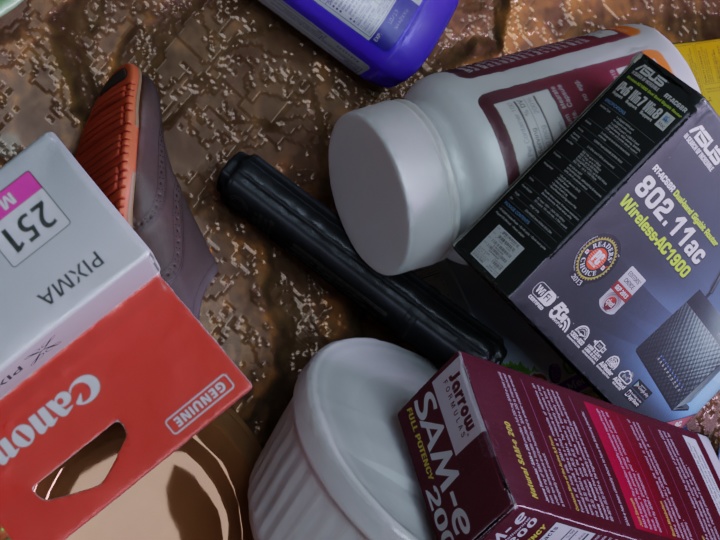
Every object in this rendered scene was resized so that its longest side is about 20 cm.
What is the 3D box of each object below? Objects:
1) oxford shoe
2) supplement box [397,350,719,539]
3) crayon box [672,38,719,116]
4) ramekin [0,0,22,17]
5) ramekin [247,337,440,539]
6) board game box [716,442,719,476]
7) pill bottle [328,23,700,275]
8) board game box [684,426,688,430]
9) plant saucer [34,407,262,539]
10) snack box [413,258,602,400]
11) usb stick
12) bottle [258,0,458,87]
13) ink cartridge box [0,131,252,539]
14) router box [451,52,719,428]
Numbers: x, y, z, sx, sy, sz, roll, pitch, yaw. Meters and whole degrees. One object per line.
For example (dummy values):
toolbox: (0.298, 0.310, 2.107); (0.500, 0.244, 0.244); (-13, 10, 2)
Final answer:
oxford shoe: (-0.123, -0.021, 1.115); (0.072, 0.071, 0.200); (9, 72, -33)
supplement box: (0.124, 0.125, 1.062); (0.200, 0.061, 0.109); (21, 35, -34)
crayon box: (0.258, -0.057, 1.301); (0.119, 0.058, 0.200); (-10, 86, -25)
ramekin: (-0.266, -0.211, 1.063); (0.200, 0.098, 0.200); (4, 80, -24)
ramekin: (0.026, 0.140, 1.097); (0.202, 0.202, 0.094); (31, 114, -17)
board game box: (0.256, 0.158, 1.207); (0.200, 0.034, 0.135); (38, 59, -63)
pill bottle: (0.091, -0.068, 1.125); (0.200, 0.114, 0.114); (-17, 89, -24)
board game box: (0.164, 0.192, 1.239); (0.200, 0.019, 0.103); (-41, 101, -24)
plant saucer: (-0.132, 0.150, 1.101); (0.200, 0.037, 0.201); (4, 80, -23)
snack box: (0.126, 0.005, 1.225); (0.169, 0.068, 0.200); (-27, 92, -25)
usb stick: (0.000, 0.000, 1.148); (0.200, 0.055, 0.033); (37, 75, 3)
bottle: (-0.036, -0.198, 1.184); (0.200, 0.065, 0.084); (35, 69, -16)
ink cartridge box: (-0.188, 0.054, 1.027); (0.200, 0.044, 0.174); (-39, 75, -8)
router box: (0.164, -0.005, 1.096); (0.150, 0.062, 0.200); (-46, 135, 1)
